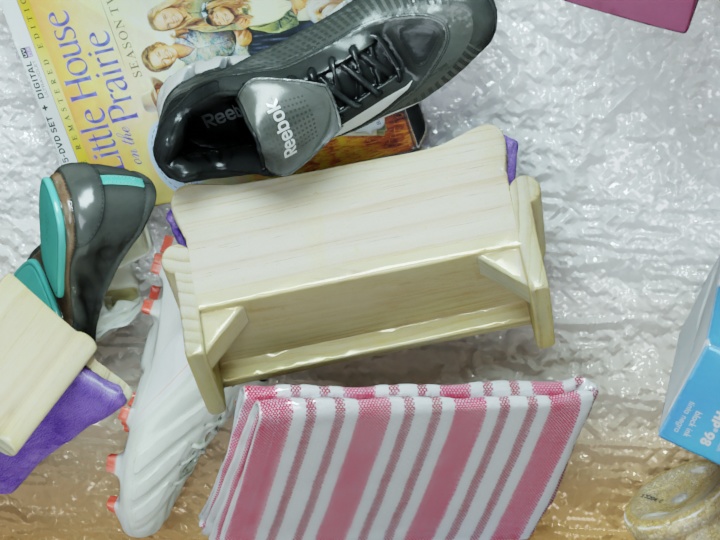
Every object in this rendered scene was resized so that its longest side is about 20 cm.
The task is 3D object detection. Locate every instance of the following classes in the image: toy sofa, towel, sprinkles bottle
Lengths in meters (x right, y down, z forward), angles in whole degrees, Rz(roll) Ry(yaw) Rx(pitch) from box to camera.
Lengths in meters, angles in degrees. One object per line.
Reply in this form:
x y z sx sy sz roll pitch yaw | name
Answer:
-0.216 0.090 1.518 0.098 0.083 0.200 43 146 -8 | toy sofa
0.000 0.000 1.440 0.199 0.098 0.083 -12 154 1 | toy sofa
0.019 0.102 1.482 0.199 0.030 0.147 -1 145 -16 | towel
0.218 0.203 1.527 0.068 0.068 0.201 -21 110 22 | sprinkles bottle

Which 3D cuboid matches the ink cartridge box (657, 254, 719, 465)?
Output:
0.262 0.075 1.423 0.199 0.116 0.067 25 120 0 | ink cartridge box

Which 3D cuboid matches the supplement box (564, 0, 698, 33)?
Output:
0.135 -0.203 1.259 0.085 0.200 0.111 17 120 5 | supplement box

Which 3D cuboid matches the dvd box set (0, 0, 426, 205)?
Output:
-0.080 -0.113 1.455 0.199 0.029 0.147 -11 114 18 | dvd box set

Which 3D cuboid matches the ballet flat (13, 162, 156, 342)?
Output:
-0.149 0.005 1.495 0.068 0.068 0.200 -11 158 -21 | ballet flat

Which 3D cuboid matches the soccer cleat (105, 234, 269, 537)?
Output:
-0.093 0.070 1.535 0.077 0.069 0.201 15 117 2 | soccer cleat

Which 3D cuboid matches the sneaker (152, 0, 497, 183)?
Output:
-0.022 -0.089 1.385 0.199 0.091 0.067 -20 112 20 | sneaker
